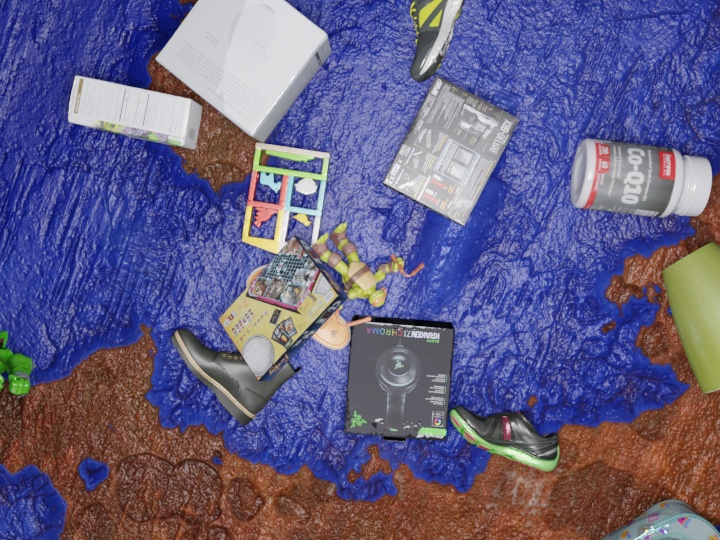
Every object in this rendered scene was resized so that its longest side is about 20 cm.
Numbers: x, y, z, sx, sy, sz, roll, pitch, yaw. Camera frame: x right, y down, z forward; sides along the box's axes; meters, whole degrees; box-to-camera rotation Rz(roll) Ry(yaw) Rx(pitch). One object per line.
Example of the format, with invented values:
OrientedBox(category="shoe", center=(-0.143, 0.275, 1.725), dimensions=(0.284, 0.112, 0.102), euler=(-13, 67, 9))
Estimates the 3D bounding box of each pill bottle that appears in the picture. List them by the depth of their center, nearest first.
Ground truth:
OrientedBox(category="pill bottle", center=(0.452, -0.147, 1.271), dimensions=(0.198, 0.114, 0.115), euler=(6, 93, 2))

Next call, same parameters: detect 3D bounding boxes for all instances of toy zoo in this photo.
OrientedBox(category="toy zoo", center=(-0.128, -0.108, 1.336), dimensions=(0.130, 0.020, 0.202), euler=(9, 90, 2))

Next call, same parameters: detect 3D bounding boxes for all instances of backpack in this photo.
OrientedBox(category="backpack", center=(0.511, 0.487, 1.288), dimensions=(0.199, 0.153, 0.176), euler=(-36, 86, -3))

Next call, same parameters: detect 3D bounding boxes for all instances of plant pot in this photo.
OrientedBox(category="plant pot", center=(0.581, 0.062, 1.258), dimensions=(0.186, 0.187, 0.201), euler=(-29, 78, 3))

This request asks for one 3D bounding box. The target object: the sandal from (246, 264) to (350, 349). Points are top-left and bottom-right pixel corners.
OrientedBox(category="sandal", center=(-0.102, 0.061, 1.331), dimensions=(0.206, 0.059, 0.079), euler=(35, 94, 1))

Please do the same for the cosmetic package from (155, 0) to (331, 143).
OrientedBox(category="cosmetic package", center=(-0.185, -0.351, 1.280), dimensions=(0.199, 0.123, 0.200), euler=(39, 93, 0))

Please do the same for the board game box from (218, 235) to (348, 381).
OrientedBox(category="board game box", center=(-0.128, 0.062, 1.272), dimensions=(0.200, 0.035, 0.136), euler=(-46, 64, 16))

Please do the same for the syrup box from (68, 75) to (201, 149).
OrientedBox(category="syrup box", center=(-0.376, -0.263, 1.314), dimensions=(0.198, 0.079, 0.082), euler=(11, 94, 1))

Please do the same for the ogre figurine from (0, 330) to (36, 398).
OrientedBox(category="ogre figurine", center=(-0.637, 0.155, 1.327), dimensions=(0.198, 0.120, 0.099), euler=(0, 97, 4))

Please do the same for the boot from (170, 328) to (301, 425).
OrientedBox(category="boot", center=(-0.212, 0.145, 1.340), dimensions=(0.138, 0.077, 0.200), euler=(-41, 103, -1))

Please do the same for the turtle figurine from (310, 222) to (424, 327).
OrientedBox(category="turtle figurine", center=(0.000, 0.000, 1.314), dimensions=(0.199, 0.064, 0.162), euler=(-34, 81, -28))

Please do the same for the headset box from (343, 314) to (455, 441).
OrientedBox(category="headset box", center=(0.063, 0.184, 1.315), dimensions=(0.172, 0.093, 0.202), euler=(5, 94, 3))

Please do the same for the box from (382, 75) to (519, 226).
OrientedBox(category="box", center=(0.149, -0.199, 1.312), dimensions=(0.157, 0.050, 0.201), euler=(27, 94, 0))

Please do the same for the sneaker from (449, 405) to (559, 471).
OrientedBox(category="sneaker", center=(0.244, 0.272, 1.332), dimensions=(0.199, 0.077, 0.084), euler=(23, 76, -2))

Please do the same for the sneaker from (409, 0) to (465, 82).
OrientedBox(category="sneaker", center=(0.115, -0.410, 1.298), dimensions=(0.084, 0.074, 0.202), euler=(21, 85, 7))
